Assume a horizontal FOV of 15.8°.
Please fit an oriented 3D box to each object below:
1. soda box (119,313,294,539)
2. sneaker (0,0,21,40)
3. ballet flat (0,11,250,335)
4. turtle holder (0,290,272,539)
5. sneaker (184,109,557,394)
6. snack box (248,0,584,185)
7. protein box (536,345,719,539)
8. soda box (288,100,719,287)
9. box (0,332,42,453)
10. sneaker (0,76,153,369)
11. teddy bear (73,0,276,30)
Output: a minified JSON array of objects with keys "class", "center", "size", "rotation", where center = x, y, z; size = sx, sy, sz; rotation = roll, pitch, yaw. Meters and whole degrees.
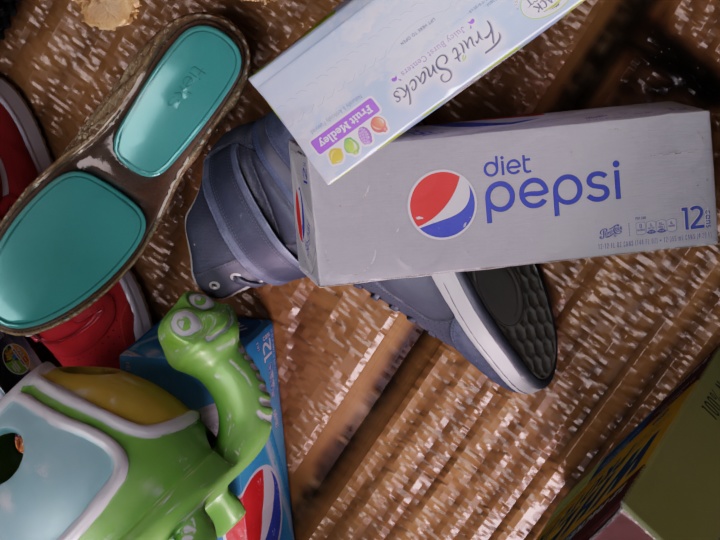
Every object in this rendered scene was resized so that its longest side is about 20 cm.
[{"class":"soda box","center":[-0.081,0.128,1.438],"size":[0.068,0.064,0.200],"rotation":[3,112,21]},{"class":"sneaker","center":[-0.223,-0.188,1.361],"size":[0.093,0.070,0.200],"rotation":[26,106,16]},{"class":"ballet flat","center":[-0.127,-0.050,1.354],"size":[0.071,0.065,0.200],"rotation":[41,92,-11]},{"class":"turtle holder","center":[-0.132,0.107,1.333],"size":[0.132,0.141,0.186],"rotation":[45,121,2]},{"class":"sneaker","center":[0.000,-0.001,1.348],"size":[0.146,0.077,0.202],"rotation":[-30,102,34]},{"class":"snack box","center":[0.059,-0.137,1.197],"size":[0.169,0.200,0.068],"rotation":[-34,95,30]},{"class":"protein box","center":[0.185,0.181,1.273],"size":[0.200,0.199,0.135],"rotation":[43,119,2]},{"class":"soda box","center":[0.069,-0.039,1.252],"size":[0.200,0.063,0.068],"rotation":[-7,99,-9]},{"class":"box","center":[-0.226,0.090,1.480],"size":[0.137,0.040,0.200],"rotation":[-30,97,43]},{"class":"sneaker","center":[-0.191,-0.003,1.401],"size":[0.071,0.112,0.200],"rotation":[-26,99,29]},{"class":"teddy bear","center":[-0.077,-0.207,1.309],"size":[0.145,0.067,0.200],"rotation":[35,112,0]}]
